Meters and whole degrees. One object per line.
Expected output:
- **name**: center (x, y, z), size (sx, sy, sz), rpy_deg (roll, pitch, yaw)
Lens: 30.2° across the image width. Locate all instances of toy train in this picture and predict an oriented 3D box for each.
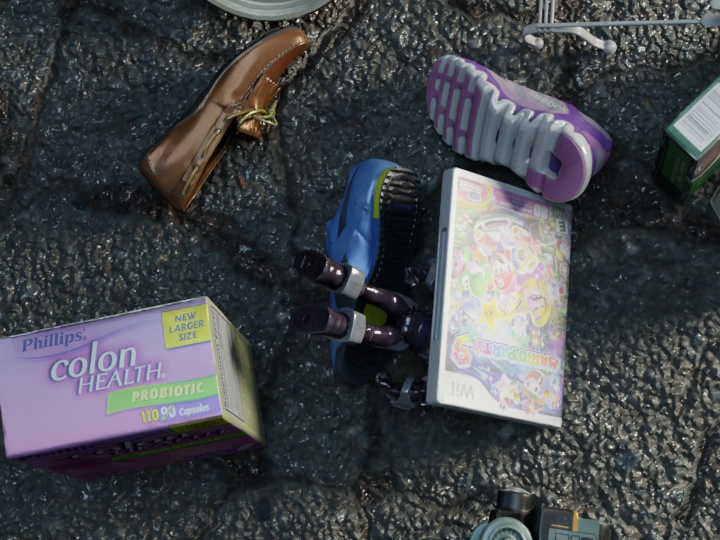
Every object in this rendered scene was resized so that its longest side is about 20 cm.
- **toy train**: center (0.143, 0.284, 1.100), size (0.112, 0.085, 0.203), rpy_deg (8, 77, -2)

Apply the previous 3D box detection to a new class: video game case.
- **video game case**: center (0.123, 0.025, 1.152), size (0.142, 0.018, 0.203), rpy_deg (14, 74, -34)

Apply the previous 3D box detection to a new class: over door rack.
- **over door rack**: center (0.251, -0.281, 1.225), size (0.198, 0.066, 0.150), rpy_deg (-2, 75, 28)

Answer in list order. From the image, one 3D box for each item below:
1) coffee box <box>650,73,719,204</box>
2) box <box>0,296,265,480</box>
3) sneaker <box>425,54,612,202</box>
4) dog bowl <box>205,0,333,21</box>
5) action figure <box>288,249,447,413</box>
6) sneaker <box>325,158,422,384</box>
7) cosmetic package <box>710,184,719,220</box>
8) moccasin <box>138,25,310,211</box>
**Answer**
- **coffee box**: center (0.341, -0.155, 1.164), size (0.200, 0.123, 0.044), rpy_deg (-43, 74, -7)
- **box**: center (-0.184, 0.106, 1.117), size (0.173, 0.200, 0.098), rpy_deg (-11, 74, 3)
- **sneaker**: center (0.147, -0.134, 1.209), size (0.088, 0.081, 0.199), rpy_deg (-23, 47, -41)
- **dog bowl**: center (-0.085, -0.338, 1.235), size (0.197, 0.074, 0.202), rpy_deg (2, 118, 3)
- **action figure**: center (0.035, 0.045, 1.139), size (0.198, 0.069, 0.132), rpy_deg (23, 72, -32)
- **sneaker**: center (0.000, 0.000, 1.203), size (0.078, 0.065, 0.203), rpy_deg (8, 86, 46)
- **cosmetic package**: center (0.418, -0.074, 1.152), size (0.198, 0.087, 0.104), rpy_deg (-28, 76, -1)
- **moccasin**: center (-0.116, -0.142, 1.238), size (0.078, 0.074, 0.202), rpy_deg (41, 81, 5)
